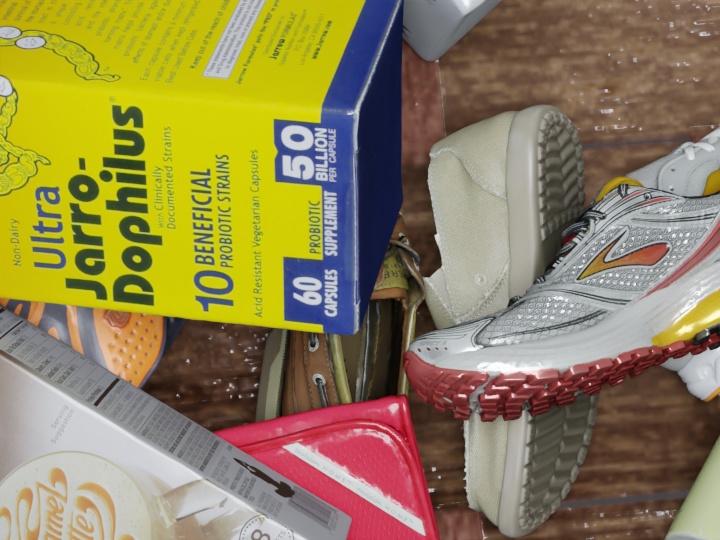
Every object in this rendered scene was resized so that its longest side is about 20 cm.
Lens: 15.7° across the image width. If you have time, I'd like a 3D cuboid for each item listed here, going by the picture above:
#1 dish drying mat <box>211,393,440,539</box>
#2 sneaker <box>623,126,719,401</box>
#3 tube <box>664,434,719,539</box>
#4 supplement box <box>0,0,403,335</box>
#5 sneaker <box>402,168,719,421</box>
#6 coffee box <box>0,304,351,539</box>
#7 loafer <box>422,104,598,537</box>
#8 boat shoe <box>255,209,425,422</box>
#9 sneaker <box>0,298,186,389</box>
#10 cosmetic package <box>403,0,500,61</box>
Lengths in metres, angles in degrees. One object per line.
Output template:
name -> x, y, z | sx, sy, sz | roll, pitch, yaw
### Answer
dish drying mat -> -0.069, 0.111, 1.158 | 0.200, 0.018, 0.077 | -13, 97, 5
sneaker -> 0.176, -0.045, 1.221 | 0.092, 0.076, 0.200 | 28, 84, 0
tube -> 0.205, 0.053, 1.199 | 0.052, 0.058, 0.200 | 29, 66, 6
supplement box -> -0.088, -0.055, 1.091 | 0.200, 0.110, 0.109 | 6, 124, 10
sneaker -> 0.105, 0.008, 1.147 | 0.200, 0.078, 0.082 | -20, 78, -22
coffee box -> -0.118, 0.108, 1.111 | 0.200, 0.080, 0.114 | 31, 99, -1
loafer -> 0.065, 0.022, 1.209 | 0.068, 0.076, 0.200 | 5, 97, 32
boat shoe -> 0.000, 0.000, 1.184 | 0.072, 0.068, 0.200 | -8, 103, -39
sneaker -> -0.166, 0.041, 1.179 | 0.200, 0.078, 0.112 | -29, 90, -6
cosmetic package -> 0.055, -0.225, 1.168 | 0.200, 0.165, 0.165 | -43, 91, -6
